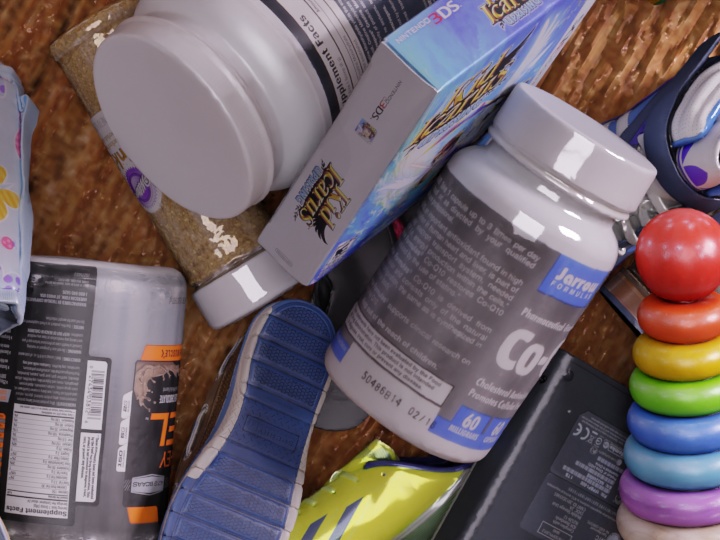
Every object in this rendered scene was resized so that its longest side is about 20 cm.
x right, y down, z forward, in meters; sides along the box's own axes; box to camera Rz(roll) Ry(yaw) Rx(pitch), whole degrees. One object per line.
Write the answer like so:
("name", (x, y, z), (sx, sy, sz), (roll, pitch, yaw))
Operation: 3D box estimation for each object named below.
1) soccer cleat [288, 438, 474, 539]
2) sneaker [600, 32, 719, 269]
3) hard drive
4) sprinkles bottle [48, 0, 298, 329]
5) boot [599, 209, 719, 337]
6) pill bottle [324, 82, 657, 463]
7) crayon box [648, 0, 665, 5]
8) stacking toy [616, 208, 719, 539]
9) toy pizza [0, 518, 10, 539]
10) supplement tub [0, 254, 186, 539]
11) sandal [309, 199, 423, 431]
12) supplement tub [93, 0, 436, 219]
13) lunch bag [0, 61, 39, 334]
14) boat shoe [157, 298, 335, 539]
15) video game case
("soccer cleat", (-0.005, 0.144, 1.452), (0.200, 0.065, 0.084), (-16, 107, -9))
("sneaker", (0.168, -0.055, 1.421), (0.200, 0.146, 0.081), (-39, 97, -3))
("hard drive", (0.114, 0.160, 1.447), (0.139, 0.033, 0.200), (30, 88, -34))
("sprinkles bottle", (-0.110, -0.065, 1.448), (0.068, 0.068, 0.200), (-31, 91, -2))
("boot", (0.247, 0.052, 1.464), (0.097, 0.075, 0.200), (-44, 90, 1))
("pill bottle", (0.076, 0.000, 1.379), (0.114, 0.114, 0.200), (32, 103, -3))
("crayon box", (0.142, -0.254, 1.434), (0.058, 0.119, 0.200), (-41, 93, -2))
("stacking toy", (0.190, 0.062, 1.391), (0.085, 0.085, 0.201), (-3, 109, -3))
("toy pizza", (-0.270, 0.154, 1.390), (0.200, 0.032, 0.201), (15, 120, 28))
("supplement tub", (-0.170, 0.093, 1.418), (0.122, 0.123, 0.201), (6, 91, -3))
("sandal", (0.000, 0.000, 1.465), (0.075, 0.045, 0.201), (10, 90, -1))
("supplement tub", (-0.041, -0.135, 1.382), (0.200, 0.140, 0.140), (-41, 93, -30))
("lunch bag", (-0.286, -0.035, 1.371), (0.199, 0.127, 0.170), (-7, 61, 8))
("boat shoe", (-0.071, 0.116, 1.424), (0.072, 0.072, 0.200), (29, 72, -14))
("video game case", (0.048, -0.099, 1.356), (0.045, 0.181, 0.200), (43, 47, 9))
